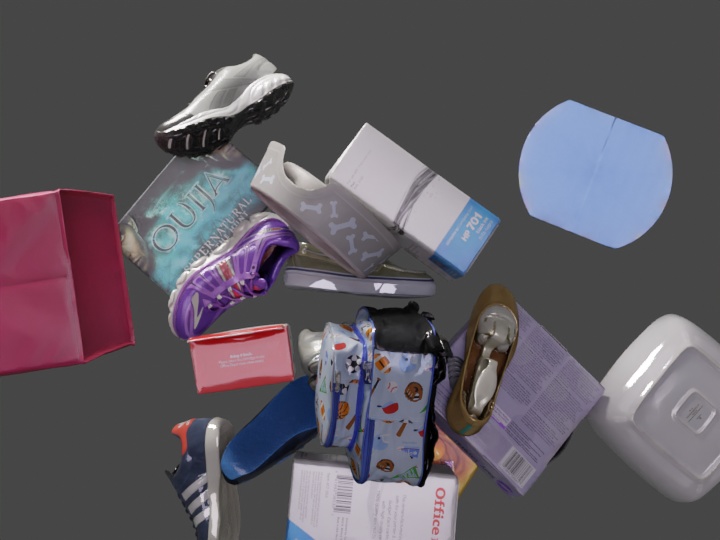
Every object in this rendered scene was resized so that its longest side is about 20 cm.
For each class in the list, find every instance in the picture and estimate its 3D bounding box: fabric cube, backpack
[{"bbox_3d":[-0.401,0.018,1.166,0.197,0.196,0.203,-8,91,3],"label":"fabric cube"},{"bbox_3d":[0.023,0.143,1.105,0.152,0.200,0.193,-3,97,-1],"label":"backpack"}]

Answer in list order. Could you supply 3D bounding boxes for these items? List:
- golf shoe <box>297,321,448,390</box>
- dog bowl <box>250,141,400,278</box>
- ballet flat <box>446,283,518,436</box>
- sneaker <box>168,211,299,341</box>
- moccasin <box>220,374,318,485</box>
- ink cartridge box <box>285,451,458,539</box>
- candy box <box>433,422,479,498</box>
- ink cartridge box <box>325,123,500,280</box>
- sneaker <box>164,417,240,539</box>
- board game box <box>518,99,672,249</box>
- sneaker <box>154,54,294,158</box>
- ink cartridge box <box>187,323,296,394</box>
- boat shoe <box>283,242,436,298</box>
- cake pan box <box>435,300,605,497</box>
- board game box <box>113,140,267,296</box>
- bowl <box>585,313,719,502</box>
[{"bbox_3d":[0.014,0.091,1.254,0.198,0.098,0.079,-5,130,-25],"label":"golf shoe"},{"bbox_3d":[-0.047,-0.066,1.162,0.199,0.200,0.059,39,85,0],"label":"dog bowl"},{"bbox_3d":[0.159,0.104,1.190,0.068,0.063,0.202,20,69,-8],"label":"ballet flat"},{"bbox_3d":[-0.159,0.013,1.231,0.200,0.081,0.083,-46,53,-3],"label":"sneaker"},{"bbox_3d":[-0.099,0.195,1.241,0.199,0.068,0.081,-29,69,-26],"label":"moccasin"},{"bbox_3d":[0.011,0.304,1.183,0.197,0.086,0.149,6,88,-2],"label":"ink cartridge box"},{"bbox_3d":[0.058,0.285,1.256,0.116,0.056,0.201,33,88,-1],"label":"candy box"},{"bbox_3d":[0.060,-0.079,1.217,0.199,0.146,0.086,37,86,0],"label":"ink cartridge box"},{"bbox_3d":[-0.203,0.284,1.244,0.083,0.075,0.203,1,92,17],"label":"sneaker"},{"bbox_3d":[0.305,-0.124,1.294,0.198,0.039,0.160,21,92,4],"label":"board game box"},{"bbox_3d":[-0.180,-0.209,1.244,0.199,0.074,0.079,-35,75,-29],"label":"sneaker"},{"bbox_3d":[-0.138,0.104,1.182,0.115,0.200,0.068,-8,88,-2],"label":"ink cartridge box"},{"bbox_3d":[0.000,0.000,1.258,0.197,0.072,0.063,5,86,0],"label":"boat shoe"},{"bbox_3d":[0.187,0.155,1.242,0.200,0.052,0.184,43,70,1],"label":"cake pan box"},{"bbox_3d":[-0.215,-0.073,1.273,0.135,0.028,0.201,40,86,-1],"label":"board game box"},{"bbox_3d":[0.419,0.179,1.267,0.199,0.075,0.200,42,85,-1],"label":"bowl"}]
